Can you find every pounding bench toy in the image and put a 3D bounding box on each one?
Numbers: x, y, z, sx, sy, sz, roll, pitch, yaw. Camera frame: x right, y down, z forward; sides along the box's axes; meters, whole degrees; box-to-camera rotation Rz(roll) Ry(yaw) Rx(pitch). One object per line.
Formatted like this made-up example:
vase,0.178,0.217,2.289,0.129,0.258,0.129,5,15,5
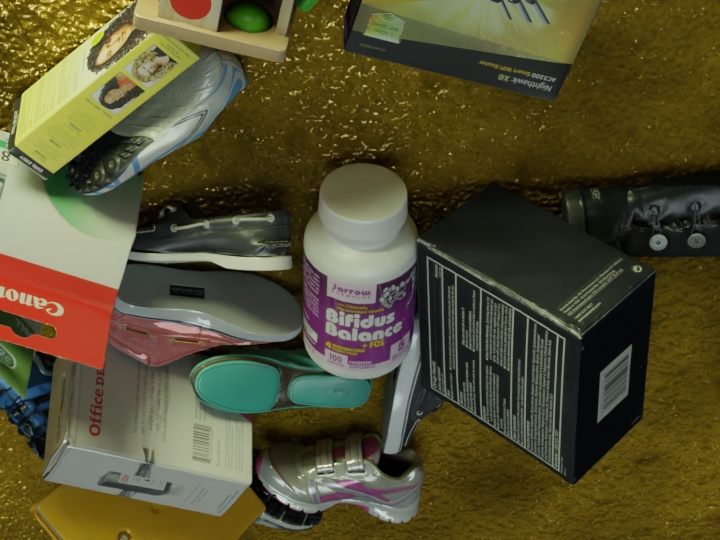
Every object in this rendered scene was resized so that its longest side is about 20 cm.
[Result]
pounding bench toy,-0.066,-0.253,1.287,0.198,0.125,0.157,13,133,-3

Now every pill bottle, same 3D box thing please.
pill bottle,0.000,0.000,1.554,0.111,0.113,0.201,0,134,-2

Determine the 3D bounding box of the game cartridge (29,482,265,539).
game cartridge,-0.220,0.251,1.707,0.177,0.200,0.032,51,146,-6

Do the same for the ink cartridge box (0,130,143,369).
ink cartridge box,-0.287,-0.024,1.462,0.160,0.201,0.050,18,136,-19

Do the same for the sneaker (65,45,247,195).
sneaker,-0.182,-0.127,1.454,0.199,0.072,0.072,-34,153,22

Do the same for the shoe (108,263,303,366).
shoe,-0.161,0.051,1.633,0.198,0.072,0.091,9,142,-11

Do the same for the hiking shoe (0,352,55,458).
hiking shoe,-0.332,0.149,1.704,0.199,0.087,0.074,33,125,-28

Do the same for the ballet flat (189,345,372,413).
ballet flat,-0.087,0.109,1.678,0.198,0.070,0.068,4,114,-21

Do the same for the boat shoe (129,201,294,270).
boat shoe,-0.160,-0.035,1.552,0.198,0.074,0.061,4,94,17

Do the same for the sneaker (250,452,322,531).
sneaker,-0.139,0.249,1.828,0.198,0.078,0.086,19,144,-10

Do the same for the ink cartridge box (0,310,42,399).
ink cartridge box,-0.346,0.023,1.504,0.059,0.201,0.104,-20,131,20

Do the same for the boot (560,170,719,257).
boot,0.298,-0.022,1.581,0.198,0.066,0.166,-8,135,0

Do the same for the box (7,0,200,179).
box,-0.225,-0.166,1.418,0.199,0.076,0.050,-35,128,26

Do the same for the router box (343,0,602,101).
router box,0.100,-0.239,1.371,0.198,0.053,0.158,11,133,-12

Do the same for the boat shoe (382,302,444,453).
boat shoe,0.065,0.117,1.704,0.065,0.070,0.202,7,125,-7

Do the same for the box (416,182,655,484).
box,0.163,0.056,1.538,0.198,0.123,0.201,31,142,32

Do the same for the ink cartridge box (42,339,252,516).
ink cartridge box,-0.216,0.155,1.659,0.198,0.147,0.085,17,139,-23

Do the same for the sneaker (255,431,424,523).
sneaker,-0.017,0.214,1.788,0.198,0.082,0.089,9,129,-19
